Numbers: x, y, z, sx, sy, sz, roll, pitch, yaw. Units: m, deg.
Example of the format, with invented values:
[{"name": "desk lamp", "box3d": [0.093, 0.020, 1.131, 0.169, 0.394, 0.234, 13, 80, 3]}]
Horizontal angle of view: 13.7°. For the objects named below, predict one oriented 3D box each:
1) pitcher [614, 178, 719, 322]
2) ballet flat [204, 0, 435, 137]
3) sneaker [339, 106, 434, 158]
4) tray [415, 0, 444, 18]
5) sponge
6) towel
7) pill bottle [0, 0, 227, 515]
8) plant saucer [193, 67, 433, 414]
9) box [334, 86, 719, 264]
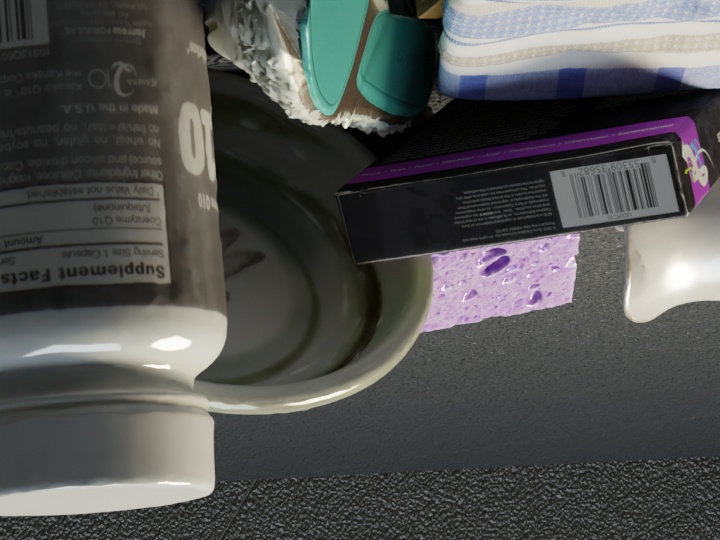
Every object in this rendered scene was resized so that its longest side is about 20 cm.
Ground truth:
[{"name": "pitcher", "box3d": [0.209, -0.035, 1.344, 0.198, 0.122, 0.172, -8, -171, 3]}, {"name": "ballet flat", "box3d": [-0.023, -0.087, 1.118, 0.071, 0.072, 0.200, -7, 170, 12]}, {"name": "sneaker", "box3d": [-0.025, -0.047, 1.387, 0.079, 0.075, 0.199, 0, 170, 44]}, {"name": "tray", "box3d": [0.128, -0.119, 1.093, 0.199, 0.037, 0.099, -3, 171, -19]}, {"name": "sponge", "box3d": [0.000, 0.000, 1.349, 0.199, 0.030, 0.112, -13, 155, -7]}, {"name": "towel", "box3d": [0.101, -0.089, 1.079, 0.146, 0.024, 0.200, -4, 171, -2]}, {"name": "pill bottle", "box3d": [-0.106, -0.016, 1.076, 0.113, 0.202, 0.114, -5, 171, -1]}, {"name": "plant saucer", "box3d": [-0.071, -0.004, 1.216, 0.199, 0.201, 0.050, -1, 135, -25]}, {"name": "box", "box3d": [0.091, -0.056, 1.234, 0.142, 0.036, 0.200, -8, -164, 25]}]
